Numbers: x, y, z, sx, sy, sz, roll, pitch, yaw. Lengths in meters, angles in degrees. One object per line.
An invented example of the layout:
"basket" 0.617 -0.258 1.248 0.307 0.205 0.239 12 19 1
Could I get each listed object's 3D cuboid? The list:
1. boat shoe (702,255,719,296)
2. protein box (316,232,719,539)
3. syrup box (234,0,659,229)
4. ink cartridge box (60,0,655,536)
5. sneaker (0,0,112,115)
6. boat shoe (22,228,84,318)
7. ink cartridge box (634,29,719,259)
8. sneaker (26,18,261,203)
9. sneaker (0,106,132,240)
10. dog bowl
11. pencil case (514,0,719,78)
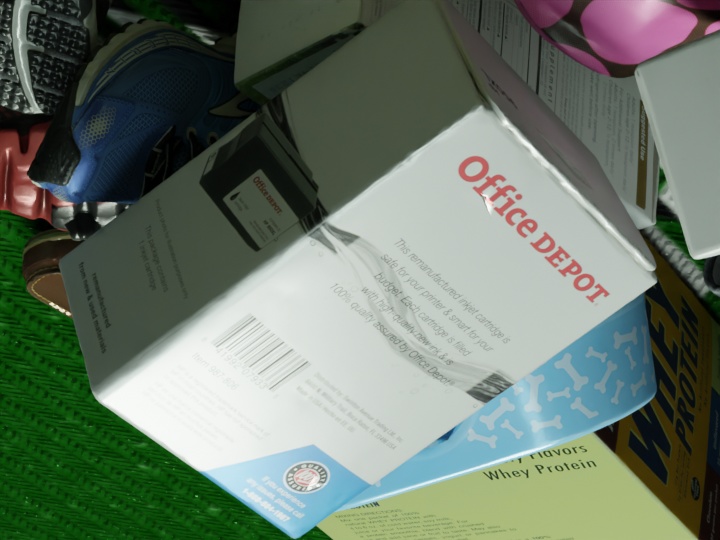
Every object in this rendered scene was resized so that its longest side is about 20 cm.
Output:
"boat shoe" 0.226 -0.028 1.223 0.067 0.072 0.200 14 158 -15
"protein box" 0.075 0.071 1.365 0.197 0.136 0.200 -9 147 29
"syrup box" 0.043 -0.082 1.151 0.078 0.082 0.199 -23 140 39
"ink cartridge box" 0.000 0.000 1.069 0.199 0.085 0.145 -36 135 14
"sneaker" -0.123 -0.162 1.072 0.073 0.080 0.201 20 134 -5
"boat shoe" -0.094 0.033 1.408 0.199 0.068 0.072 23 148 -25
"ink cartridge box" 0.230 -0.073 1.023 0.144 0.085 0.199 -20 174 43
"sneaker" -0.064 -0.057 1.127 0.199 0.089 0.079 -16 143 -55
"sneaker" -0.184 -0.070 1.203 0.199 0.099 0.071 3 143 -12
"dog bowl" 0.047 0.062 1.188 0.199 0.050 0.111 -19 -175 27
"pencil case" 0.155 -0.141 1.014 0.093 0.091 0.199 31 147 -32
